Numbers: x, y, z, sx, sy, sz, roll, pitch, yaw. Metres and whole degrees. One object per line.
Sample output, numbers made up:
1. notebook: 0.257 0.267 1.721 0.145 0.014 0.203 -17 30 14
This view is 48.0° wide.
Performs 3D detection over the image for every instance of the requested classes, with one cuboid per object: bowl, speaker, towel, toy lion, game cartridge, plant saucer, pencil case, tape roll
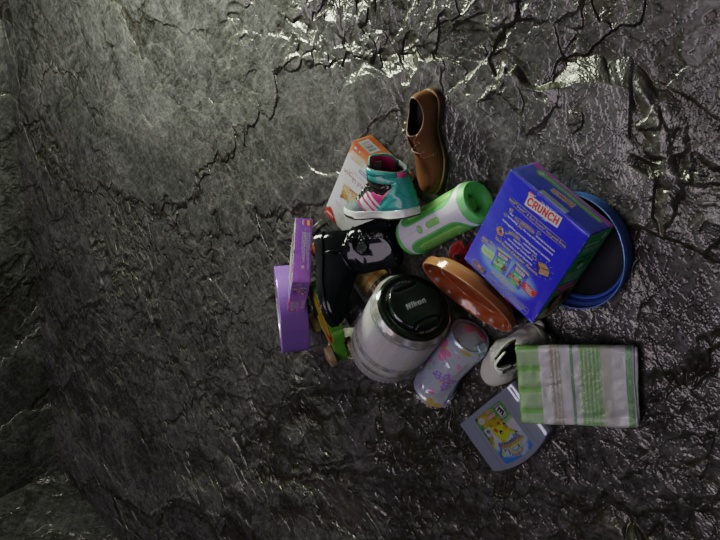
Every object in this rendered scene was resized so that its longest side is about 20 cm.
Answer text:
1. bowl: 0.355 -0.036 1.337 0.200 0.039 0.201 22 122 40
2. speaker: 0.152 -0.094 1.499 0.200 0.088 0.089 -28 86 50
3. towel: 0.368 0.193 1.373 0.199 0.031 0.150 -1 105 21
4. toy lion: -0.074 0.092 1.725 0.200 0.068 0.192 -123 14 -52
5. game cartridge: 0.287 0.309 1.573 0.133 0.040 0.200 51 138 13
6. plant saucer: 0.201 0.038 1.469 0.200 0.032 0.200 37 172 6
7. pencil case: 0.178 0.186 1.599 0.091 0.083 0.200 63 143 35
8. tape roll: -0.159 0.087 1.865 0.200 0.065 0.201 174 90 -82

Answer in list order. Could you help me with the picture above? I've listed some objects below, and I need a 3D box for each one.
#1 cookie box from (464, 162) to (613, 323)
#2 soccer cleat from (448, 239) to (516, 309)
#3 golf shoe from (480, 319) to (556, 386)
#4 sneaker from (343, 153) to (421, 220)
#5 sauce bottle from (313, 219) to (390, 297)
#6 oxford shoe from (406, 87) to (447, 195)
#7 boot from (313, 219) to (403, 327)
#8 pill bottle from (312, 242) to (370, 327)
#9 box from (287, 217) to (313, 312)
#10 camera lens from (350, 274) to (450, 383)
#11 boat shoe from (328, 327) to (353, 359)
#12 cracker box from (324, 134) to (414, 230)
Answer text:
1. cookie box: 0.285 -0.045 1.321 0.171 0.075 0.200 46 136 24
2. soccer cleat: 0.247 0.013 1.466 0.200 0.069 0.085 33 173 13
3. golf shoe: 0.264 0.161 1.484 0.078 0.097 0.200 52 139 16
4. sneaker: 0.030 -0.159 1.526 0.200 0.083 0.121 4 107 51
5. sauce bottle: -0.022 -0.025 1.658 0.200 0.066 0.066 41 134 17
6. oxford shoe: 0.113 -0.232 1.495 0.071 0.071 0.201 13 118 42
7. boot: 0.000 0.000 1.574 0.168 0.076 0.201 -11 73 17
8. pill bottle: -0.029 0.014 1.735 0.200 0.106 0.106 56 139 15
9. box: -0.126 -0.007 1.676 0.200 0.039 0.137 112 161 -69
10. camera lens: 0.075 0.115 1.590 0.160 0.160 0.200 53 147 17
11. boat shoe: 0.013 0.157 1.790 0.201 0.060 0.072 -14 59 48
12. cracker box: 0.014 -0.154 1.646 0.134 0.058 0.200 45 136 21
